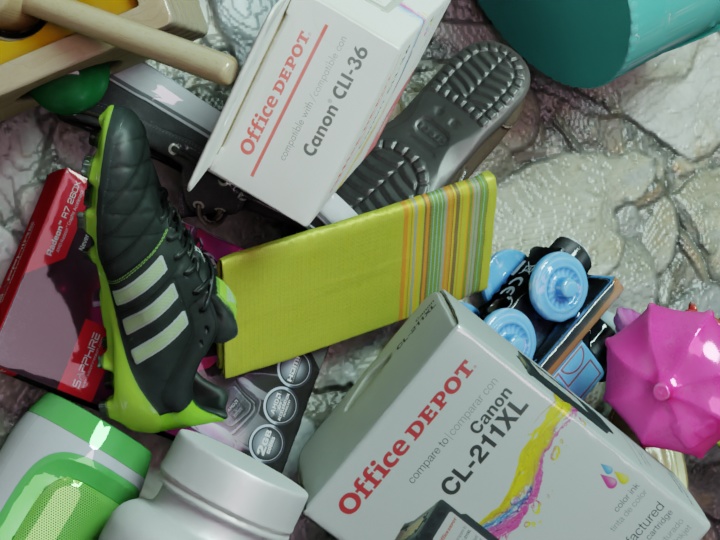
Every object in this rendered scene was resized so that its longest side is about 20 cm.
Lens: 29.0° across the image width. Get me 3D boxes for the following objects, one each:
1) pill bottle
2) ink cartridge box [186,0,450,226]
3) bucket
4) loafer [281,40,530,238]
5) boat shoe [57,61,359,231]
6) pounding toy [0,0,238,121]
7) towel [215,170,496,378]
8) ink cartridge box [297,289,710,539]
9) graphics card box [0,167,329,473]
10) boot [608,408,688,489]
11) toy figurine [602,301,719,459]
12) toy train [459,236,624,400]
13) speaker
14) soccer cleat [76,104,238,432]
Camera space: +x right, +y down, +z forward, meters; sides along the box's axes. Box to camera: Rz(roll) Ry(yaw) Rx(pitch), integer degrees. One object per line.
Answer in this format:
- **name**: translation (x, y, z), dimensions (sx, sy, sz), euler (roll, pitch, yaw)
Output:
- **pill bottle**: translation (-0.107, 0.196, 0.767), dimensions (0.112, 0.112, 0.201), euler (28, 86, -19)
- **ink cartridge box**: translation (-0.018, -0.103, 0.773), dimensions (0.067, 0.200, 0.117), euler (30, 116, 3)
- **bucket**: translation (0.161, -0.228, 0.910), dimensions (0.134, 0.207, 0.208), euler (-34, 100, -19)
- **loafer**: translation (0.036, -0.060, 0.912), dimensions (0.200, 0.071, 0.073), euler (-40, 67, -4)
- **boat shoe**: translation (-0.096, -0.063, 0.848), dimensions (0.199, 0.070, 0.067), euler (33, 86, -5)
- **pounding toy**: translation (-0.172, -0.161, 0.751), dimensions (0.183, 0.142, 0.202), euler (-21, 93, 7)
- **towel**: translation (0.000, 0.000, 0.852), dimensions (0.199, 0.018, 0.087), euler (-18, 127, -29)
- **ink cartridge box**: translation (0.080, 0.133, 0.830), dimensions (0.199, 0.083, 0.146), euler (38, 98, -12)
- **graphics card box**: translation (-0.119, 0.035, 0.854), dimensions (0.199, 0.051, 0.126), euler (26, 77, -21)
- **boot**: translation (0.138, 0.181, 0.946), dimensions (0.153, 0.072, 0.202), euler (7, 85, -20)
- **toy figurine**: translation (0.232, 0.068, 0.912), dimensions (0.183, 0.200, 0.151), euler (24, 110, -31)
- **toy train**: translation (0.100, 0.071, 0.930), dimensions (0.200, 0.086, 0.115), euler (-46, 113, -19)
- **speaker**: translation (-0.200, 0.175, 0.793), dimensions (0.088, 0.088, 0.201), euler (34, 75, -18)
- **soccer cleat**: translation (-0.108, 0.001, 0.760), dimensions (0.080, 0.068, 0.202), euler (-2, 122, -3)
